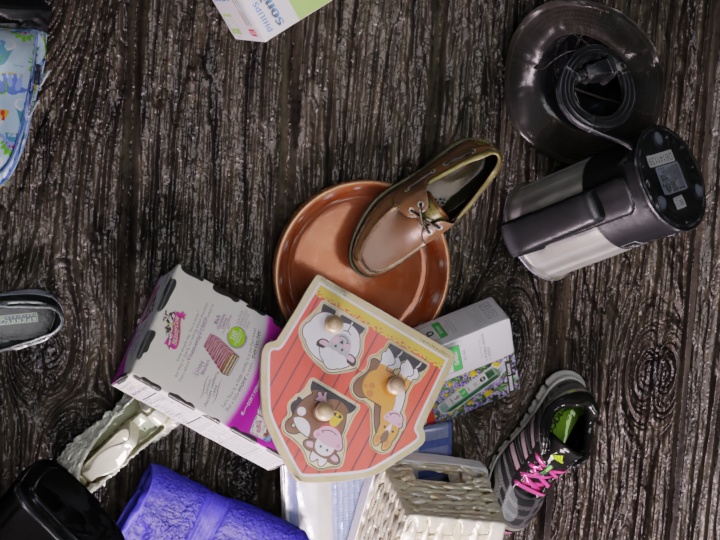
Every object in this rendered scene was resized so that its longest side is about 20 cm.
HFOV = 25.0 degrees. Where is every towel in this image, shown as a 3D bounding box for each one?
[{"bbox_3d":[-0.172,0.307,1.747,0.199,0.050,0.148,25,107,-17],"label":"towel"},{"bbox_3d":[0.007,0.242,1.797,0.199,0.024,0.147,-9,118,-13],"label":"towel"}]

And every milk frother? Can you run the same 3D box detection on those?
[{"bbox_3d":[0.234,-0.113,1.732,0.180,0.188,0.201,7,69,-43],"label":"milk frother"}]

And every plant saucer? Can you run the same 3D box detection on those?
[{"bbox_3d":[0.000,0.000,1.774,0.199,0.032,0.201,-3,100,-16],"label":"plant saucer"}]

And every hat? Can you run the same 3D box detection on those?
[{"bbox_3d":[0.252,-0.215,1.781,0.201,0.200,0.081,61,37,-15],"label":"hat"}]

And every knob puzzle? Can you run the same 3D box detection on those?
[{"bbox_3d":[-0.016,0.130,1.689,0.219,0.030,0.221,2,81,-14],"label":"knob puzzle"}]

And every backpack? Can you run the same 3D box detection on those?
[{"bbox_3d":[-0.390,-0.172,1.590,0.163,0.154,0.201,8,109,-24],"label":"backpack"}]

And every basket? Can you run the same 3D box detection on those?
[{"bbox_3d":[0.067,0.315,1.767,0.135,0.123,0.201,8,113,-20],"label":"basket"}]

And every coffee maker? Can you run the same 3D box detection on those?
[{"bbox_3d":[-0.366,0.292,1.634,0.192,0.135,0.200,37,105,-25],"label":"coffee maker"}]

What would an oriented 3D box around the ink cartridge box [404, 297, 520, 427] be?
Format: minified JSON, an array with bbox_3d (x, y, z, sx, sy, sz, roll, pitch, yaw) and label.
[{"bbox_3d":[0.073,0.117,1.784,0.199,0.050,0.109,-22,128,-12],"label":"ink cartridge box"}]

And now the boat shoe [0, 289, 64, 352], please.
[{"bbox_3d":[-0.400,0.063,1.649,0.198,0.068,0.074,-4,99,-15],"label":"boat shoe"}]

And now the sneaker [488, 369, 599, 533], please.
[{"bbox_3d":[0.209,0.210,1.837,0.074,0.087,0.200,29,90,-18],"label":"sneaker"}]

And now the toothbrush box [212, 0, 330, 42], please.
[{"bbox_3d":[-0.051,-0.320,1.651,0.200,0.146,0.086,-33,106,-10],"label":"toothbrush box"}]

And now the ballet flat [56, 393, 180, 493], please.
[{"bbox_3d":[-0.235,0.166,1.715,0.200,0.072,0.072,-44,107,-6],"label":"ballet flat"}]

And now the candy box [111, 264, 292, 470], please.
[{"bbox_3d":[-0.143,0.104,1.707,0.200,0.061,0.137,32,61,-19],"label":"candy box"}]

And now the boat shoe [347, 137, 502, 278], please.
[{"bbox_3d":[0.067,-0.069,1.731,0.200,0.068,0.072,-46,109,-5],"label":"boat shoe"}]
